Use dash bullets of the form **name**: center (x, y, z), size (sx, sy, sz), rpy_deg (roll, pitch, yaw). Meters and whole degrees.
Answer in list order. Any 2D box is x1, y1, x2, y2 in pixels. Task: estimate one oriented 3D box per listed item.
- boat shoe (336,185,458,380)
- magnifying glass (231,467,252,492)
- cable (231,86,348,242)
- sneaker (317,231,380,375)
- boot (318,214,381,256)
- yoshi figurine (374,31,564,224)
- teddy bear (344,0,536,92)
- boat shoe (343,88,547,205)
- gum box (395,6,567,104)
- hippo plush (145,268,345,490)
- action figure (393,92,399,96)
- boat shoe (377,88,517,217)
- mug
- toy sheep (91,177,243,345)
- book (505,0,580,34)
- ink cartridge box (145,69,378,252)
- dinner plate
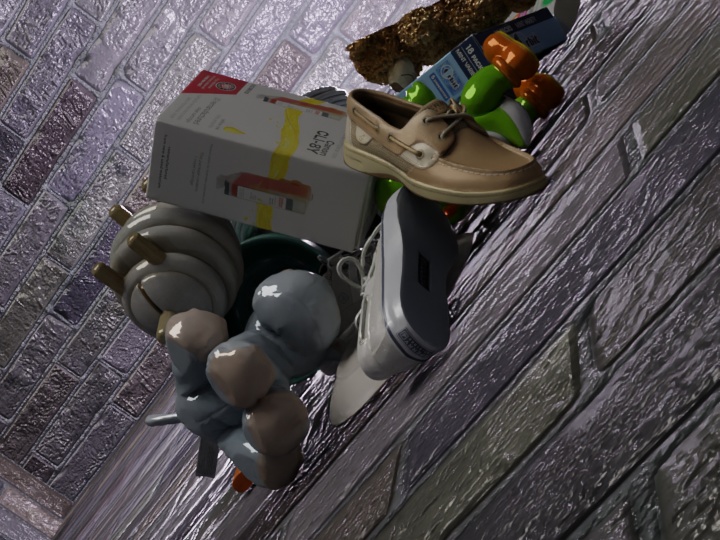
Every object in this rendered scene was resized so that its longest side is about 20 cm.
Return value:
- **boat shoe**: center (0.024, 0.014, 0.946), size (0.086, 0.075, 0.202), rpy_deg (-37, 27, 27)
- **magnifying glass**: center (-0.112, 0.182, 1.290), size (0.080, 0.022, 0.200), rpy_deg (-52, 8, 11)
- **cable**: center (-0.074, -0.107, 1.314), size (0.200, 0.069, 0.200), rpy_deg (-44, -10, 8)
- **sneaker**: center (0.000, 0.000, 1.177), size (0.200, 0.082, 0.075), rpy_deg (-55, 7, -9)
- **boot**: center (0.023, -0.067, 1.348), size (0.200, 0.077, 0.138), rpy_deg (-50, 12, -4)
- **yoshi figurine**: center (0.079, -0.108, 1.074), size (0.200, 0.112, 0.112), rpy_deg (-52, -6, -3)
- **teddy bear**: center (0.087, -0.235, 1.215), size (0.200, 0.067, 0.145), rpy_deg (-26, 3, -3)
- **boat shoe**: center (0.058, -0.099, 0.960), size (0.200, 0.065, 0.071), rpy_deg (19, 32, 41)
- **gum box**: center (0.093, -0.180, 1.245), size (0.200, 0.045, 0.170), rpy_deg (-36, -3, 38)
- **hippo plush**: center (-0.073, 0.092, 1.081), size (0.161, 0.159, 0.200), rpy_deg (-37, -20, -33)
- **action figure**: center (0.048, -0.154, 1.516), size (0.119, 0.102, 0.200), rpy_deg (-42, -1, -27)
- **boat shoe**: center (0.085, -0.113, 1.208), size (0.200, 0.072, 0.068), rpy_deg (-42, 14, 45)
- **mug**: center (-0.096, 0.050, 1.276), size (0.185, 0.152, 0.114), rpy_deg (-51, 2, 4)
- **toy sheep**: center (-0.173, -0.002, 1.142), size (0.138, 0.138, 0.200), rpy_deg (-49, 23, 35)
- **book**: center (0.174, -0.243, 1.375), size (0.200, 0.048, 0.134), rpy_deg (-45, 15, 41)
- **ink cartridge box**: center (-0.077, -0.104, 1.137), size (0.145, 0.200, 0.084), rpy_deg (-67, -9, -61)
- **dinner plate**: center (0.027, 0.044, 1.046), size (0.200, 0.024, 0.200), rpy_deg (-52, 9, 11)
